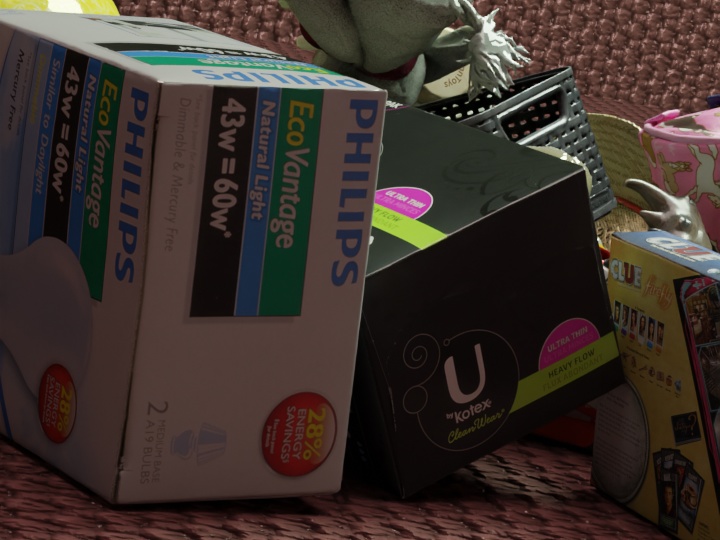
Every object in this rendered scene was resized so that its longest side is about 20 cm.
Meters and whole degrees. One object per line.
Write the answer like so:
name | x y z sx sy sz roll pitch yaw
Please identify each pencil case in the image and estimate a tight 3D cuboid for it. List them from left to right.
pencil case | 0.203 0.005 1.638 0.083 0.200 0.087 -9 20 -4

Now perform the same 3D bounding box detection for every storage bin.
storage bin | 0.038 -0.047 1.791 0.200 0.094 0.135 -12 11 40

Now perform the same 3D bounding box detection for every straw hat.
straw hat | 0.177 0.000 1.915 0.201 0.201 0.085 19 54 43

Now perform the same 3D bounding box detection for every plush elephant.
plush elephant | 0.006 -0.156 1.773 0.165 0.200 0.155 -24 -14 -39

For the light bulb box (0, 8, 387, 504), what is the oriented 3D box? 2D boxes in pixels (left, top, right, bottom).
light bulb box | -0.100 -0.011 1.385 0.125 0.199 0.200 0 13 -33

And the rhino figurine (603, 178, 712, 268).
rhino figurine | 0.193 0.036 1.543 0.087 0.200 0.060 -26 -7 -39

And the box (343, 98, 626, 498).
box | 0.011 0.007 1.489 0.148 0.125 0.200 -27 27 -27

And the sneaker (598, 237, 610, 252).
sneaker | 0.115 0.025 1.740 0.075 0.090 0.200 11 9 3

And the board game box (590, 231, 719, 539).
board game box | 0.177 0.067 1.414 0.035 0.136 0.200 -2 14 -24

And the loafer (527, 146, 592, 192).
loafer | 0.051 -0.035 1.621 0.200 0.076 0.068 8 32 45

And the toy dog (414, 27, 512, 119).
toy dog | 0.079 -0.071 1.917 0.096 0.200 0.132 -20 20 -22

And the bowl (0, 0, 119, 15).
bowl | -0.219 -0.104 1.857 0.200 0.200 0.108 4 20 -36

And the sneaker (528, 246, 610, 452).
sneaker | 0.084 0.033 1.607 0.201 0.108 0.067 12 9 8
